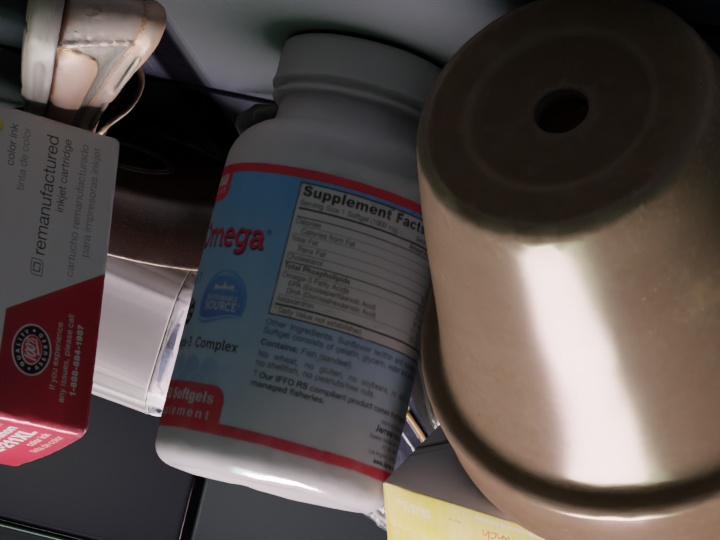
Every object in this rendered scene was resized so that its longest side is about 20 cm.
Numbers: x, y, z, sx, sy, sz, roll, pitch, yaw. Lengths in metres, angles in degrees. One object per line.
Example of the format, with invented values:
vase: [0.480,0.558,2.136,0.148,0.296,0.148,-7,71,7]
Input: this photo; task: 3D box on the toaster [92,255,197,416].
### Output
toaster: [-0.134,0.012,1.122,0.128,0.115,0.200,21,-167,10]

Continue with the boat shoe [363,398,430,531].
boat shoe: [0.004,0.081,1.126,0.200,0.091,0.071,46,160,-25]

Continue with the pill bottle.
pill bottle: [-0.019,0.001,0.871,0.108,0.202,0.109,13,170,2]

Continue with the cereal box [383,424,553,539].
cereal box: [0.119,0.077,0.877,0.143,0.040,0.200,12,-148,28]

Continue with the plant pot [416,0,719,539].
plant pot: [0.103,-0.012,0.751,0.198,0.202,0.175,9,151,27]

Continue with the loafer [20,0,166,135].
loafer: [-0.130,-0.090,0.919,0.062,0.073,0.200,8,168,-7]

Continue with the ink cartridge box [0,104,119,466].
ink cartridge box: [-0.219,-0.007,0.848,0.198,0.147,0.083,15,159,-31]

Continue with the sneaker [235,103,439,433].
sneaker: [-0.001,0.000,0.962,0.103,0.202,0.060,-20,160,25]

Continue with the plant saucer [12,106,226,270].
plant saucer: [-0.134,-0.051,1.066,0.198,0.032,0.200,15,-165,-4]
